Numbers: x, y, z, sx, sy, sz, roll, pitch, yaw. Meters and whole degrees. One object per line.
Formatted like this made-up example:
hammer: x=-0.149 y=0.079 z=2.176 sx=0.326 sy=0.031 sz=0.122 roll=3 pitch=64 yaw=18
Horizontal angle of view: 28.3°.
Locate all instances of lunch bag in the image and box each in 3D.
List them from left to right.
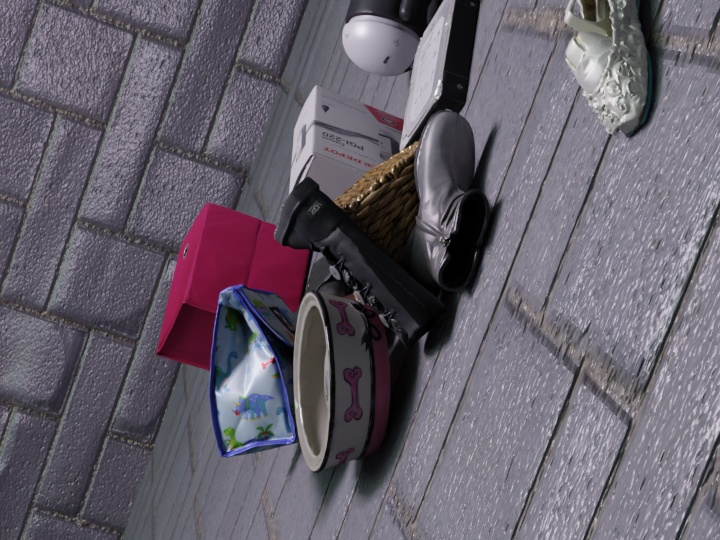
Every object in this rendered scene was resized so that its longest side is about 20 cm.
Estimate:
lunch bag: x=-0.116 y=0.120 z=1.771 sx=0.170 sy=0.126 sz=0.202 roll=16 pitch=-120 yaw=-76

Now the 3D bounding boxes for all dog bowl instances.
dog bowl: x=-0.021 y=0.122 z=1.591 sx=0.200 sy=0.073 sz=0.202 roll=179 pitch=90 yaw=-76

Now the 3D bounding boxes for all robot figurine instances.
robot figurine: x=0.049 y=-0.374 z=2.021 sx=0.150 sy=0.124 sz=0.201 roll=42 pitch=-119 yaw=-64

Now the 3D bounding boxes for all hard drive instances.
hard drive: x=0.100 y=-0.253 z=1.805 sx=0.140 sy=0.038 sz=0.201 roll=126 pitch=160 yaw=-54

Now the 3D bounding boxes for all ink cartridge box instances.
ink cartridge box: x=-0.014 y=-0.146 z=1.895 sx=0.201 sy=0.145 sz=0.085 roll=-89 pitch=23 yaw=-55

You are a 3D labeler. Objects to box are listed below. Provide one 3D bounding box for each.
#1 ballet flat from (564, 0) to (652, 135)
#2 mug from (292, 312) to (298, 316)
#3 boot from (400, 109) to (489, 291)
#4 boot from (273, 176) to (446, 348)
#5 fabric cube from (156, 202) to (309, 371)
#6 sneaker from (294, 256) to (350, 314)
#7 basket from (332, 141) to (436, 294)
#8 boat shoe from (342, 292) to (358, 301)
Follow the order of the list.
ballet flat: x=0.199 y=-0.190 z=1.186 sx=0.072 sy=0.071 sz=0.201 roll=121 pitch=162 yaw=-45
mug: x=-0.107 y=0.145 z=1.957 sx=0.153 sy=0.114 sz=0.186 roll=-85 pitch=17 yaw=-44
boot: x=0.102 y=-0.075 z=1.486 sx=0.132 sy=0.069 sz=0.202 roll=170 pitch=107 yaw=-73
boot: x=0.000 y=0.000 z=1.536 sx=0.066 sy=0.200 sz=0.165 roll=-48 pitch=-6 yaw=-7
fabric cube: x=-0.213 y=0.043 z=2.391 sx=0.196 sy=0.199 sz=0.201 roll=127 pitch=157 yaw=-54
sneaker: x=-0.053 y=0.037 z=2.021 sx=0.200 sy=0.060 sz=0.105 roll=-49 pitch=26 yaw=50
basket: x=0.054 y=-0.050 z=1.645 sx=0.143 sy=0.149 sz=0.200 roll=-40 pitch=6 yaw=-13
boat shoe: x=-0.027 y=0.066 z=1.755 sx=0.200 sy=0.071 sz=0.073 roll=-165 pitch=60 yaw=-81
